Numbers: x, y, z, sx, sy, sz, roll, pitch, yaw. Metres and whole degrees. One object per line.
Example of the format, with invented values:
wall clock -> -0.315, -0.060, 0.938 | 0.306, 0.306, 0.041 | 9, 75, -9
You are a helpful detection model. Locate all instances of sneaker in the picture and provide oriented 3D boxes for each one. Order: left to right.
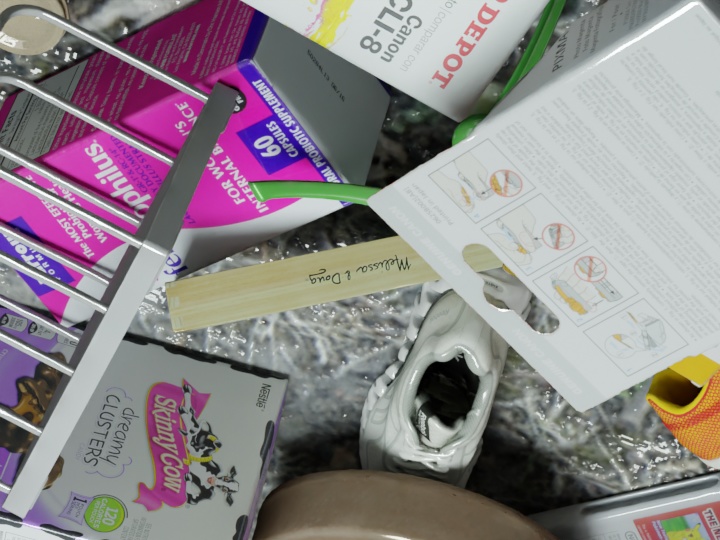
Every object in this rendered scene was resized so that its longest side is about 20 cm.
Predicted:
sneaker -> 0.040, 0.085, 1.545 | 0.075, 0.081, 0.200 | 14, 130, -1
sneaker -> 0.232, 0.035, 1.470 | 0.077, 0.073, 0.200 | 42, 122, -8

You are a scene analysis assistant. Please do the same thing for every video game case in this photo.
video game case -> 0.210, 0.208, 1.638 | 0.182, 0.023, 0.200 | -15, 121, 23

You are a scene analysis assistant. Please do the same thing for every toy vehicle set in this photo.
toy vehicle set -> 0.000, 0.000, 1.433 | 0.200, 0.124, 0.027 | -11, 89, 1

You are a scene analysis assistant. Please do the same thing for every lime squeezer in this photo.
lime squeezer -> 0.040, -0.067, 1.385 | 0.071, 0.200, 0.038 | 57, 166, -3

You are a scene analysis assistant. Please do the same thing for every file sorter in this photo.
file sorter -> -0.168, -0.009, 1.354 | 0.124, 0.139, 0.200 | 27, 128, -5

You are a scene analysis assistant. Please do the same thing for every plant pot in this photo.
plant pot -> 0.018, 0.236, 1.568 | 0.200, 0.175, 0.200 | 11, 151, 6

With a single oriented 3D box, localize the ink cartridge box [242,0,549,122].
ink cartridge box -> 0.010, -0.200, 1.290 | 0.200, 0.145, 0.145 | 28, 127, -11

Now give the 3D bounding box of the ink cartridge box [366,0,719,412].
ink cartridge box -> 0.129, -0.037, 1.232 | 0.200, 0.057, 0.163 | -28, 117, 38

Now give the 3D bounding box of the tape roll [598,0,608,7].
tape roll -> 0.219, -0.145, 1.289 | 0.202, 0.139, 0.203 | 6, 129, 7

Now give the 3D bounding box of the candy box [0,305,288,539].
candy box -> -0.157, 0.114, 1.553 | 0.200, 0.168, 0.072 | 15, 130, 0

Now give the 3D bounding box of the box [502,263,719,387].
box -> 0.170, -0.044, 1.266 | 0.119, 0.041, 0.200 | 31, 125, -11

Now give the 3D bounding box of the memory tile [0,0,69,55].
memory tile -> -0.228, -0.201, 1.397 | 0.200, 0.017, 0.153 | 23, 130, -6

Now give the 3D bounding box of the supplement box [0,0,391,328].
supplement box -> -0.099, -0.066, 1.446 | 0.200, 0.103, 0.101 | -23, 120, 29
